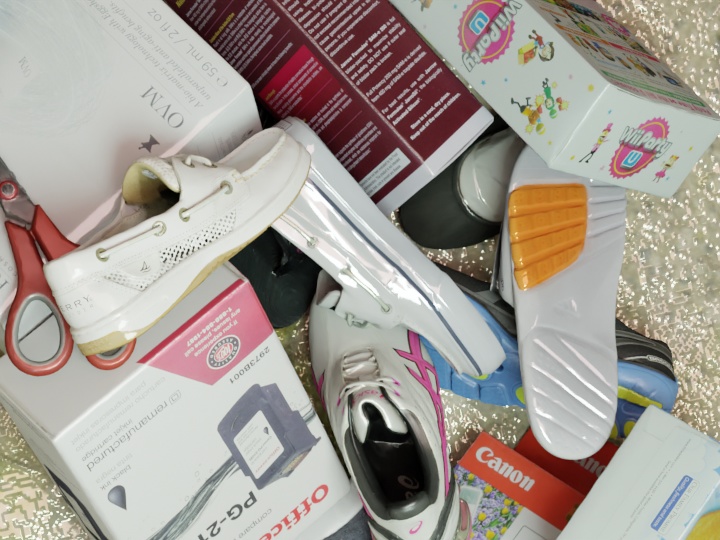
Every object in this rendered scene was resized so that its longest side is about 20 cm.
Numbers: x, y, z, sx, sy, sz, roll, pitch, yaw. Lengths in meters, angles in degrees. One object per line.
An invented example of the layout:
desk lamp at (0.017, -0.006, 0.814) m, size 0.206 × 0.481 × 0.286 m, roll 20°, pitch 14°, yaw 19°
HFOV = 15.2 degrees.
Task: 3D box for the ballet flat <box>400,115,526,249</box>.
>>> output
ballet flat at (0.117, -0.075, 1.692) m, size 0.199 × 0.068 × 0.068 m, roll -28°, pitch 94°, yaw -11°

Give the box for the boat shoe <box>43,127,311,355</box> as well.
boat shoe at (-0.099, -0.034, 1.471) m, size 0.069 × 0.071 × 0.200 m, roll 58°, pitch 44°, yaw -14°

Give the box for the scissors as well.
scissors at (-0.182, -0.035, 1.485) m, size 0.073 × 0.014 × 0.201 m, roll -18°, pitch 81°, yaw -7°

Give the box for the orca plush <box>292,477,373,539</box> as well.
orca plush at (-0.043, 0.181, 1.662) m, size 0.105 × 0.071 × 0.200 m, roll 29°, pitch 64°, yaw 37°

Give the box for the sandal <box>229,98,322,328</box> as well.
sandal at (-0.041, -0.065, 1.662) m, size 0.075 × 0.048 × 0.201 m, roll 13°, pitch 83°, yaw -29°

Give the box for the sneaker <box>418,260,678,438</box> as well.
sneaker at (0.104, 0.042, 1.687) m, size 0.199 × 0.083 × 0.071 m, roll 20°, pitch 124°, yaw 4°

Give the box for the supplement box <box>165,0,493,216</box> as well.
supplement box at (-0.023, -0.130, 1.606) m, size 0.200 × 0.109 × 0.061 m, roll 47°, pitch 65°, yaw -3°

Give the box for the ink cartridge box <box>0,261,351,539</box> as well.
ink cartridge box at (-0.107, 0.095, 1.571) m, size 0.145 × 0.084 × 0.200 m, roll -39°, pitch 137°, yaw -14°

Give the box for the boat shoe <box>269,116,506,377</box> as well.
boat shoe at (0.000, 0.000, 1.601) m, size 0.067 × 0.074 × 0.200 m, roll -44°, pitch 101°, yaw -4°

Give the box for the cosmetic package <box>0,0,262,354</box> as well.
cosmetic package at (-0.195, -0.085, 1.575) m, size 0.200 × 0.123 × 0.199 m, roll -44°, pitch 74°, yaw -10°

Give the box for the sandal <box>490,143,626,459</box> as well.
sandal at (0.113, 0.016, 1.625) m, size 0.079 × 0.059 × 0.208 m, roll 10°, pitch 70°, yaw -20°

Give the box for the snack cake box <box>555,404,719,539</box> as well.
snack cake box at (0.189, 0.176, 1.625) m, size 0.067 × 0.200 × 0.115 m, roll 30°, pitch 78°, yaw 28°

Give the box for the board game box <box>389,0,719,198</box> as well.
board game box at (0.104, -0.137, 1.608) m, size 0.200 × 0.147 × 0.064 m, roll 47°, pitch 110°, yaw 30°

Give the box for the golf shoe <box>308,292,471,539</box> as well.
golf shoe at (0.015, 0.080, 1.609) m, size 0.072 × 0.092 × 0.201 m, roll -21°, pitch 59°, yaw -1°

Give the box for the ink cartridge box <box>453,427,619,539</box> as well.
ink cartridge box at (0.100, 0.158, 1.655) m, size 0.109 × 0.050 × 0.200 m, roll 31°, pitch 78°, yaw 34°
